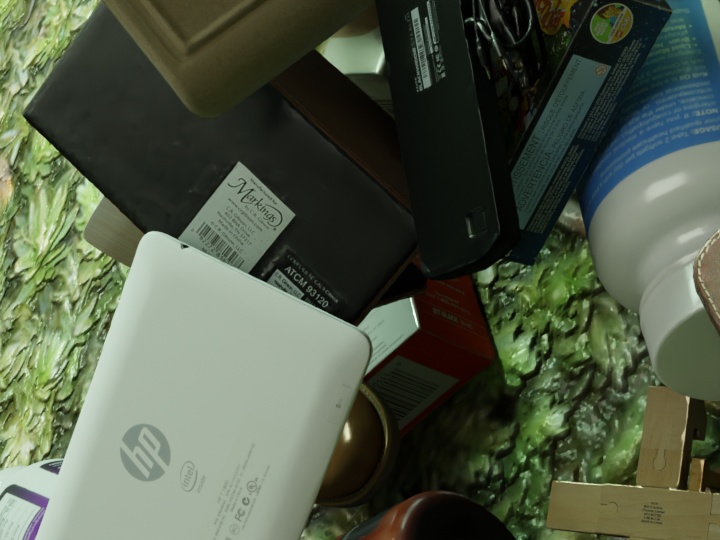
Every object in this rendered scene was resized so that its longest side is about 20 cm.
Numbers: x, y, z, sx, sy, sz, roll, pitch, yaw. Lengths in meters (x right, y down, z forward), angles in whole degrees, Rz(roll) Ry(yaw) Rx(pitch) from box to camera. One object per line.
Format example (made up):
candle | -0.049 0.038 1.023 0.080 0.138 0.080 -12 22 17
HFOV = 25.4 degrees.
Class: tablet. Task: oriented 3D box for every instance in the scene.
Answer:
tablet | -0.083 0.095 0.762 0.130 0.014 0.200 25 102 19

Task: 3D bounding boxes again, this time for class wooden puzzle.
wooden puzzle | -0.063 -0.198 0.747 0.185 0.200 0.037 -38 2 -13

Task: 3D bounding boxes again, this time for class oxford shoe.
oxford shoe | -0.054 0.072 0.854 0.200 0.071 0.071 22 87 52

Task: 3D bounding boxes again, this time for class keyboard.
keyboard | 0.047 -0.100 0.689 0.104 0.040 0.200 -19 80 63

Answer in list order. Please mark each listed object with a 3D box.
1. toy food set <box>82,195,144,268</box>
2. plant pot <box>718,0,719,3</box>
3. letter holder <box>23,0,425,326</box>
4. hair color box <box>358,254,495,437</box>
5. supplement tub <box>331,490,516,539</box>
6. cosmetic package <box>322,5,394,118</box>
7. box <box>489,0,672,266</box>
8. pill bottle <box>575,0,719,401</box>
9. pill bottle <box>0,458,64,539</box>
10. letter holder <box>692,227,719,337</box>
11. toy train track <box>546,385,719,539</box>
toy food set | -0.095 -0.075 1.027 0.060 0.200 0.144 36 100 10
plant pot | 0.204 -0.218 0.665 0.181 0.199 0.200 -23 48 23
letter holder | -0.045 -0.055 0.828 0.200 0.142 0.101 43 107 12
hair color box | 0.000 0.000 0.940 0.111 0.064 0.200 -43 42 29
supplement tub | -0.011 0.192 0.795 0.200 0.107 0.107 -34 45 35
cosmetic package | 0.062 -0.183 0.941 0.071 0.105 0.200 8 74 55
box | 0.071 -0.116 0.766 0.200 0.038 0.137 -107 36 -53
pill bottle | 0.153 -0.046 0.730 0.112 0.112 0.200 -36 42 33
pill bottle | -0.176 0.180 1.009 0.200 0.111 0.111 7 74 54
letter holder | 0.241 -0.003 0.581 0.200 0.101 0.142 -42 50 27
toy train track | 0.132 0.152 0.707 0.115 0.033 0.200 -1 73 44
